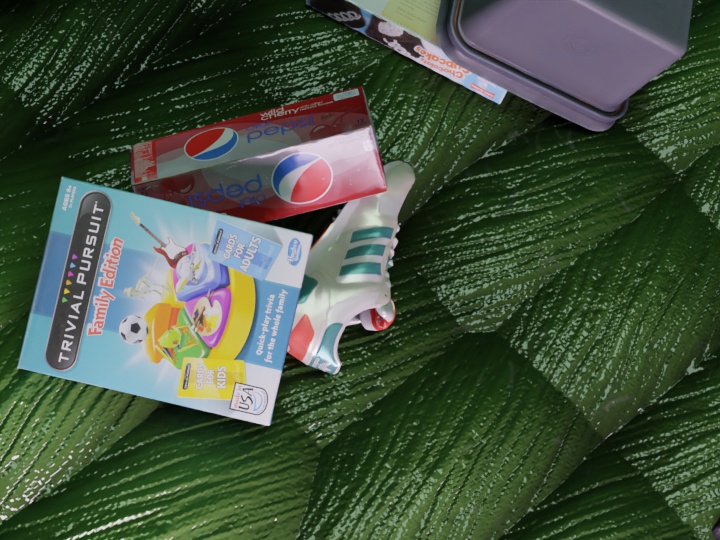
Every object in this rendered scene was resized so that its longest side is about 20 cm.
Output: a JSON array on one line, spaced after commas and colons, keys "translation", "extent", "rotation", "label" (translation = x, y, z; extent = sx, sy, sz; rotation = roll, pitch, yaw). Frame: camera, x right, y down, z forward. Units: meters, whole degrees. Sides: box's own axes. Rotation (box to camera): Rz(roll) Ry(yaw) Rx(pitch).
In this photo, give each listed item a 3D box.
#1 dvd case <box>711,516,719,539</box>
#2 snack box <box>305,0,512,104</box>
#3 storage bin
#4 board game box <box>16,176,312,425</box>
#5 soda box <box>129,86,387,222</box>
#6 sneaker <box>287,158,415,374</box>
[{"translation": [0.403, 0.222, 1.510], "extent": [0.200, 0.018, 0.143], "rotation": [37, 61, 6], "label": "dvd case"}, {"translation": [0.064, -0.246, 1.667], "extent": [0.199, 0.037, 0.116], "rotation": [28, 60, 2], "label": "snack box"}, {"translation": [0.191, -0.235, 1.600], "extent": [0.199, 0.134, 0.146], "rotation": [24, 63, -23], "label": "storage bin"}, {"translation": [-0.150, 0.024, 1.420], "extent": [0.199, 0.047, 0.152], "rotation": [13, 87, -1], "label": "board game box"}, {"translation": [-0.083, -0.083, 1.482], "extent": [0.199, 0.070, 0.064], "rotation": [-13, 38, 2], "label": "soda box"}, {"translation": [0.000, 0.000, 1.507], "extent": [0.093, 0.070, 0.200], "rotation": [39, 63, 1], "label": "sneaker"}]
